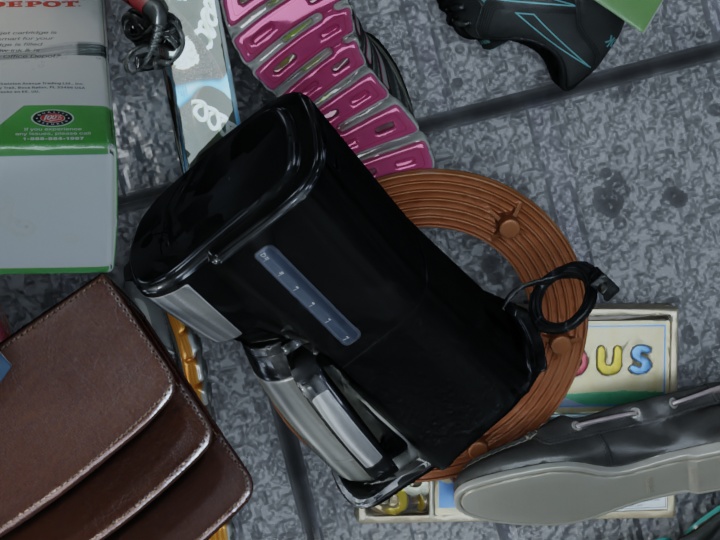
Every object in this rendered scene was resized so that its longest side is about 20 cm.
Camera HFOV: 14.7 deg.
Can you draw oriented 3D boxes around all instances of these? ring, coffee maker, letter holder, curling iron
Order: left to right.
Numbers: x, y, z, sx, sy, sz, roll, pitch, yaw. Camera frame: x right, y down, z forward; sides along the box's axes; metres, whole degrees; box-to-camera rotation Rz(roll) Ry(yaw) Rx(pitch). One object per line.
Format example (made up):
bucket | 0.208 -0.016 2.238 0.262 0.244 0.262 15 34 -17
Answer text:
letter holder | -0.176 0.122 1.527 0.200 0.101 0.142 -35 78 -2
curling iron | -0.163 -0.174 1.586 0.026 0.200 0.050 -12 134 -40
coffee maker | 0.000 0.000 1.551 0.192 0.135 0.200 -47 120 -8
ring | 0.038 0.037 1.649 0.200 0.019 0.201 -3 113 -7

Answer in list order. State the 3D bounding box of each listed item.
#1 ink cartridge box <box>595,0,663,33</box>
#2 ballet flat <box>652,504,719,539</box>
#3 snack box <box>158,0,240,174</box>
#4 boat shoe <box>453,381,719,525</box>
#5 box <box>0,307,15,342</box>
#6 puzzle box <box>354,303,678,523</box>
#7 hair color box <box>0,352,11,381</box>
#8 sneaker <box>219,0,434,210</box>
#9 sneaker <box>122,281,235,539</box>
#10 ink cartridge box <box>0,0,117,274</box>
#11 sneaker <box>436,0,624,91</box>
ink cartridge box | 0.165 -0.238 1.634 0.104 0.059 0.200 35 74 -8
ballet flat | 0.203 0.183 1.704 0.200 0.068 0.068 -26 72 -2
snack box | -0.101 -0.150 1.613 0.037 0.116 0.200 -10 97 -5
boat shoe | 0.151 0.108 1.680 0.200 0.067 0.057 -8 53 -4
box | -0.289 0.089 1.631 0.200 0.095 0.103 -29 100 -2
puzzle box | 0.095 0.086 1.708 0.200 0.025 0.133 -1 96 -6
hair color box | -0.289 0.031 1.491 0.061 0.200 0.100 -56 130 -24
sneaker | -0.026 -0.127 1.636 0.074 0.087 0.200 -33 109 3
sneaker | -0.123 0.097 1.661 0.077 0.078 0.200 -8 98 1
ink cartridge box | -0.211 -0.081 1.563 0.146 0.200 0.083 -1 121 -6
sneaker | 0.068 -0.179 1.650 0.200 0.075 0.079 28 95 -8
